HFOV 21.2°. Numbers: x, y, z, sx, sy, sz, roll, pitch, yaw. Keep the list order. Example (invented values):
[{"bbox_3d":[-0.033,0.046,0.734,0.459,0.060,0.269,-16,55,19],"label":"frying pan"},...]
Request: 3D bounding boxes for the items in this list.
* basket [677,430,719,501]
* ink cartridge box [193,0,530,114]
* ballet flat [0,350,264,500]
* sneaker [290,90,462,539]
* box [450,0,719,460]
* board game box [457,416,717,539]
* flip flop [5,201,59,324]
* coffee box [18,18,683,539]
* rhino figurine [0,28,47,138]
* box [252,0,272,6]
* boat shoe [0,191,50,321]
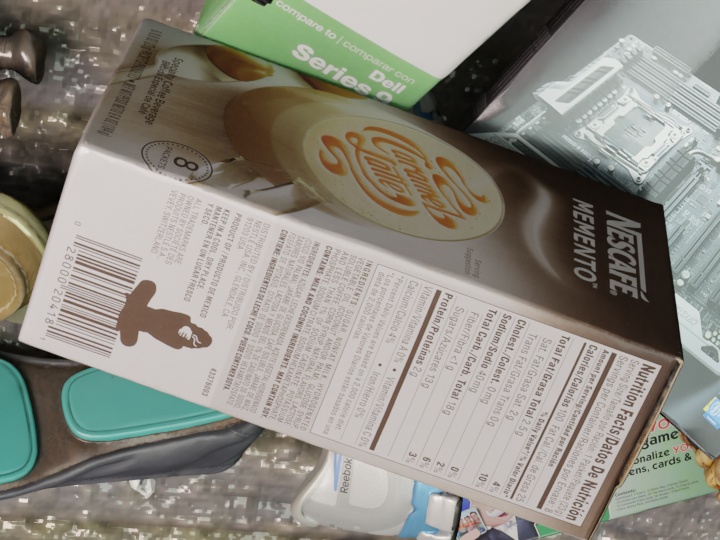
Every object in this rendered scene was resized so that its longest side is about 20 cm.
[{"bbox_3d":[0.255,0.068,0.793,0.200,0.149,0.142,-41,143,18],"label":"basket"},{"bbox_3d":[0.039,-0.162,0.661,0.087,0.146,0.200,28,140,-18],"label":"ink cartridge box"},{"bbox_3d":[-0.135,0.070,0.815,0.199,0.073,0.074,-5,114,-16],"label":"ballet flat"},{"bbox_3d":[-0.002,0.014,0.794,0.086,0.075,0.202,-1,87,1],"label":"sneaker"},{"bbox_3d":[0.143,-0.056,0.723,0.158,0.050,0.200,42,102,-7],"label":"box"},{"bbox_3d":[0.119,0.047,0.879,0.199,0.029,0.135,-13,114,-6],"label":"board game box"},{"bbox_3d":[-0.070,-0.006,0.755,0.199,0.058,0.081,-18,144,26],"label":"flip flop"},{"bbox_3d":[0.000,0.000,0.651,0.199,0.115,0.080,19,118,-5],"label":"coffee box"},{"bbox_3d":[-0.169,-0.080,0.745,0.087,0.060,0.201,9,112,5],"label":"rhino figurine"},{"bbox_3d":[-0.077,-0.199,0.598,0.199,0.044,0.161,31,95,15],"label":"box"},{"bbox_3d":[-0.210,0.021,0.742,0.199,0.063,0.073,-10,131,15],"label":"boat shoe"}]
